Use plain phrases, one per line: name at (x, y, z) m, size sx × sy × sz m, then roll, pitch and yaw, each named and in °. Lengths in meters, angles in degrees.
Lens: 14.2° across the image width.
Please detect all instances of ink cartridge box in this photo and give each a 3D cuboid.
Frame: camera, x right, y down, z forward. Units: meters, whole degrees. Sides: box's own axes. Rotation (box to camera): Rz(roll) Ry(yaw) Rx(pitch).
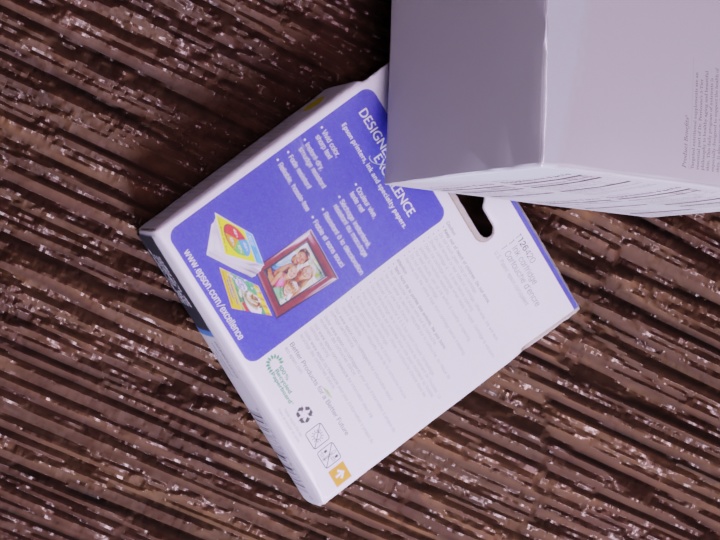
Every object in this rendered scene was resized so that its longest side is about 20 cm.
ink cartridge box at (0.000, 0.000, 1.693) m, size 0.200 × 0.047 × 0.198 m, roll -37°, pitch 107°, yaw -18°

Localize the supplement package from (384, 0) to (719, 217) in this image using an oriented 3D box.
supplement package at (0.138, -0.118, 1.652) m, size 0.200 × 0.151 × 0.152 m, roll 6°, pitch 84°, yaw -34°
